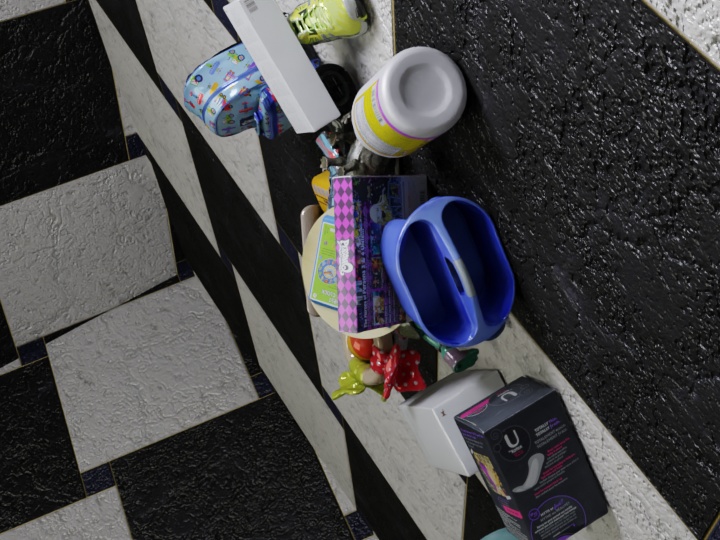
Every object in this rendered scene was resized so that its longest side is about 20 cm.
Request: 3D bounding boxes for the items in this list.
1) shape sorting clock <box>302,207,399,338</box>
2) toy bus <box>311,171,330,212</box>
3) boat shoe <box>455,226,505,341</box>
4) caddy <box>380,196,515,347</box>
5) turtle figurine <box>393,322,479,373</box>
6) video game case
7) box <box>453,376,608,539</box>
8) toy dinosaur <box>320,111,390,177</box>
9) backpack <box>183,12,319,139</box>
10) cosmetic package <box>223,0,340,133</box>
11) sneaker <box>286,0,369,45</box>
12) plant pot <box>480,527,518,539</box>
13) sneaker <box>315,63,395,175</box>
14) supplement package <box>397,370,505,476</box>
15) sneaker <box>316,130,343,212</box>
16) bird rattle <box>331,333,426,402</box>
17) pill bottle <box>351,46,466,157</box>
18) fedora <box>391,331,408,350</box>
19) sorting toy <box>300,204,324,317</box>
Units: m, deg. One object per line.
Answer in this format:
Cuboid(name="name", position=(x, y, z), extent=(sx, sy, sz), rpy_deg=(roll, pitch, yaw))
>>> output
Cuboid(name="shape sorting clock", position=(0.000, 0.000, 1.630), extent=(0.200, 0.200, 0.039), rpy_deg=(57, -152, 15))
Cuboid(name="toy bus", position=(-0.008, -0.111, 1.792), extent=(0.200, 0.065, 0.078), rpy_deg=(30, 144, 65))
Cuboid(name="boat shoe", position=(0.126, 0.005, 1.533), extent=(0.200, 0.072, 0.072), rpy_deg=(66, 166, -17))
Cuboid(name="caddy", position=(0.113, 0.000, 1.428), extent=(0.200, 0.141, 0.105), rpy_deg=(65, 166, -19))
Cuboid(name="turtle figurine", position=(0.089, 0.061, 1.663), extent=(0.200, 0.101, 0.150), rpy_deg=(45, -176, 39))
Cuboid(name="video game case", position=(0.032, -0.026, 1.488), extent=(0.036, 0.181, 0.200), rpy_deg=(1, 95, 35))
Cuboid(name="box", position=(0.235, 0.266, 1.552), extent=(0.200, 0.122, 0.106), rpy_deg=(65, 166, -13))
Cuboid(name="toy dinosaur", position=(0.009, -0.168, 1.557), extent=(0.077, 0.102, 0.200), rpy_deg=(11, 96, 54))
Cuboid(name="backpack", position=(-0.167, -0.279, 1.746), extent=(0.135, 0.200, 0.183), rpy_deg=(58, 165, 11))
Cuboid(name="cosmetic package", position=(-0.106, -0.284, 1.524), extent=(0.200, 0.051, 0.083), rpy_deg=(59, 163, -16))
Cuboid(name="sneaker", position=(-0.048, -0.329, 1.490), extent=(0.075, 0.076, 0.200), rpy_deg=(65, 164, -8))
Cuboid(name="plant pot", position=(0.268, 0.531, 1.842), extent=(0.200, 0.200, 0.188), rpy_deg=(76, 175, -46))
Cuboid(name="sneaker", position=(-0.008, -0.204, 1.632), extent=(0.091, 0.076, 0.200), rpy_deg=(132, 113, -87))
Cuboid(name="supplement package", position=(0.159, 0.235, 1.757), extent=(0.120, 0.121, 0.200), rpy_deg=(62, 166, -1))
Cuboid(name="sneaker", position=(-0.027, -0.119, 1.680), extent=(0.079, 0.096, 0.200), rpy_deg=(12, -137, -56))
Cuboid(name="bird rattle", position=(0.013, 0.134, 1.785), extent=(0.200, 0.113, 0.163), rpy_deg=(135, 119, -66))
Cuboid(name="pill bottle", position=(0.050, -0.194, 1.354), extent=(0.104, 0.104, 0.200), rpy_deg=(62, 166, -3))
Cuboid(name="fedora", position=(0.046, 0.051, 1.858), extent=(0.177, 0.090, 0.200), rpy_deg=(56, 159, 13))
Cuboid(name="sorting toy", position=(-0.055, -0.021, 1.934), extent=(0.200, 0.036, 0.185), rpy_deg=(-17, -76, -77))
